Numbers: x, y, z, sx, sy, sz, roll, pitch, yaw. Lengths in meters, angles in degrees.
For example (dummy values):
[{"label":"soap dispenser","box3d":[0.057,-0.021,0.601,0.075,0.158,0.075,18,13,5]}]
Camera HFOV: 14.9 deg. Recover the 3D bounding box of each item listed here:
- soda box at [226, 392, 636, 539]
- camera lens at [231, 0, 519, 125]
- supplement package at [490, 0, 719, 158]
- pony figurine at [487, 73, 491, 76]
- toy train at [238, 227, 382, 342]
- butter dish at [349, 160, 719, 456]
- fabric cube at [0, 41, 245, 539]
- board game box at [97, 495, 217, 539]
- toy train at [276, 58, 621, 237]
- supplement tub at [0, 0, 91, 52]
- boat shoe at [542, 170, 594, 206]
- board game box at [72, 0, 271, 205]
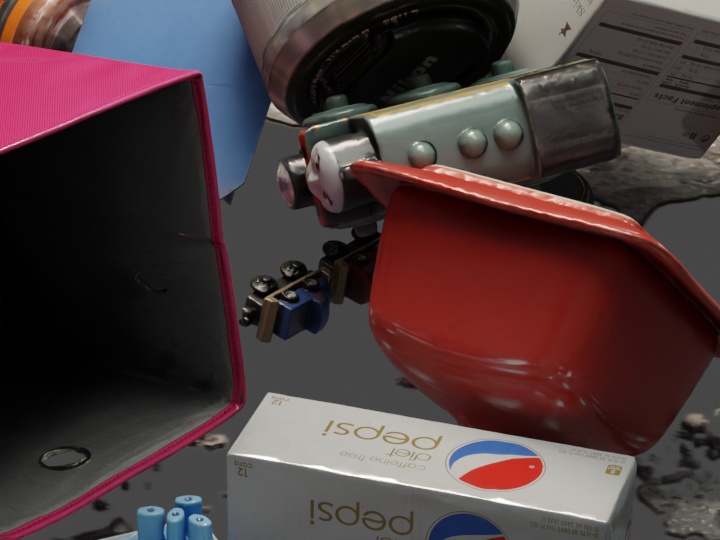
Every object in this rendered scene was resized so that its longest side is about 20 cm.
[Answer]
[{"label":"soda box","box3d":[0.035,0.120,1.392,0.199,0.064,0.068,9,28,15]},{"label":"camera lens","box3d":[-0.006,-0.195,1.651,0.159,0.160,0.201,-11,63,-23]},{"label":"supplement package","box3d":[0.150,-0.188,1.725,0.155,0.111,0.200,9,42,-34]},{"label":"pony figurine","box3d":[0.014,-0.165,1.818,0.166,0.194,0.200,-25,39,-25]},{"label":"toy train","box3d":[0.000,0.000,1.663,0.046,0.034,0.200,33,38,27]},{"label":"butter dish","box3d":[0.087,0.045,1.470,0.199,0.148,0.199,17,-13,32]},{"label":"fabric cube","box3d":[-0.206,0.002,1.438,0.199,0.201,0.196,11,27,39]},{"label":"board game box","box3d":[-0.131,0.180,1.304,0.199,0.026,0.200,-10,30,-23]},{"label":"toy train","box3d":[0.053,-0.073,1.570,0.199,0.086,0.114,-13,3,-16]},{"label":"supplement tub","box3d":[-0.231,-0.164,1.890,0.200,0.107,0.107,24,34,37]},{"label":"boat shoe","box3d":[0.085,-0.025,1.664,0.073,0.062,0.200,36,42,21]},{"label":"board game box","box3d":[-0.117,-0.110,1.759,0.157,0.039,0.201,5,65,27]}]
